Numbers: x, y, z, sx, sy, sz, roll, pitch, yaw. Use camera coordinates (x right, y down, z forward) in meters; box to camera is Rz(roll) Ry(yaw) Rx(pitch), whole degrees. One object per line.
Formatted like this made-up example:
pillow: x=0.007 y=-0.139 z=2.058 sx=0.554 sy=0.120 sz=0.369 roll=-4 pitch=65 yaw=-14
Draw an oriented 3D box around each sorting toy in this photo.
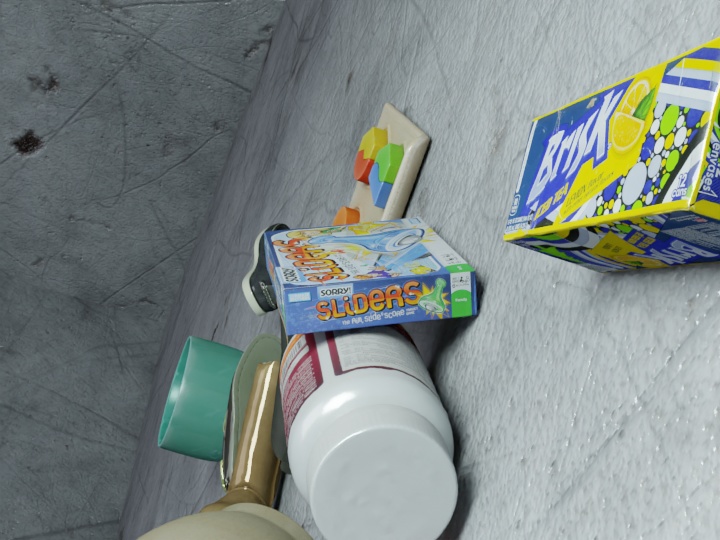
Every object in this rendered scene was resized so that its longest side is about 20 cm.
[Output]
sorting toy: x=0.009 y=-0.066 z=1.195 sx=0.200 sy=0.036 sz=0.187 roll=-112 pitch=41 yaw=-72

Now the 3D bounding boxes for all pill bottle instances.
pill bottle: x=0.003 y=0.105 z=0.807 sx=0.200 sy=0.108 sz=0.111 roll=-110 pitch=39 yaw=-72

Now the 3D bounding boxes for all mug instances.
mug: x=-0.193 y=0.166 z=1.609 sx=0.186 sy=0.113 sz=0.153 roll=-87 pitch=18 yaw=-52

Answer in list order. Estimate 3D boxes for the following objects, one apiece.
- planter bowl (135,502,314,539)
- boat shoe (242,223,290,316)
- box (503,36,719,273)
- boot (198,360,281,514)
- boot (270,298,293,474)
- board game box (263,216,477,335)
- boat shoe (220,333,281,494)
planter bowl: x=-0.100 y=0.267 z=0.931 sx=0.135 sy=0.199 sz=0.201 roll=-45 pitch=-14 yaw=-50
boat shoe: x=-0.106 y=-0.009 z=1.617 sx=0.067 sy=0.072 sz=0.201 roll=-29 pitch=22 yaw=17
box: x=0.132 y=-0.042 z=0.536 sx=0.200 sy=0.064 sz=0.071 roll=172 pitch=115 yaw=-76
boot: x=-0.114 y=0.190 z=1.253 sx=0.175 sy=0.065 sz=0.202 roll=86 pitch=-163 yaw=-71
boot: x=-0.065 y=0.094 z=1.234 sx=0.201 sy=0.077 sz=0.139 roll=-90 pitch=16 yaw=-57
board game box: x=0.000 y=0.000 z=0.906 sx=0.200 sy=0.134 sz=0.035 roll=-125 pitch=30 yaw=-74
boat shoe: x=-0.126 y=0.172 z=1.394 sx=0.061 sy=0.071 sz=0.203 roll=132 pitch=150 yaw=-54
